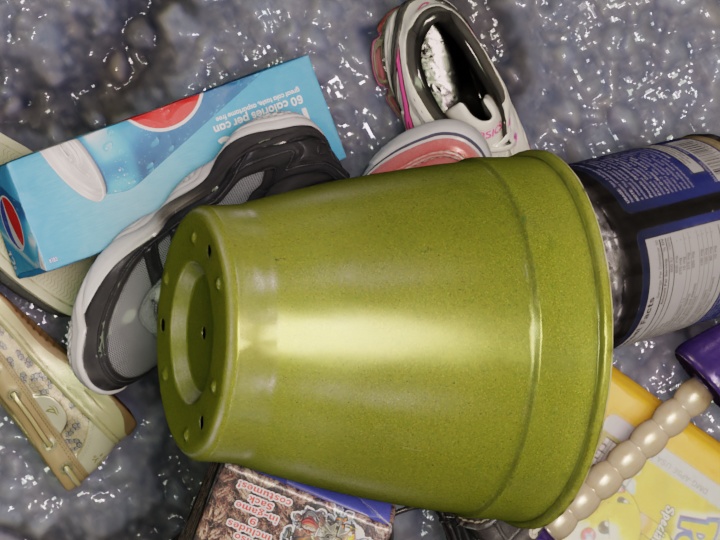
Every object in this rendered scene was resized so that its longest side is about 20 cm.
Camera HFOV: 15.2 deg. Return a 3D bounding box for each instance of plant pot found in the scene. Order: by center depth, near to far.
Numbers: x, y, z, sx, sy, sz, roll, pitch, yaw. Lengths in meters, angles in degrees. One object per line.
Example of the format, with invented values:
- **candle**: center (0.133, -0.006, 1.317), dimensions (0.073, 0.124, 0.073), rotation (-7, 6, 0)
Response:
- **plant pot**: center (0.001, 0.033, 1.402), dimensions (0.192, 0.200, 0.201), rotation (2, 91, -21)

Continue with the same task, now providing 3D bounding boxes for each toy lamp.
- **toy lamp**: center (0.168, 0.103, 1.622), dimensions (0.200, 0.058, 0.058), rotation (-42, 95, -5)

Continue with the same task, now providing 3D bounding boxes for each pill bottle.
- **pill bottle**: center (0.145, -0.011, 1.576), dimensions (0.199, 0.112, 0.112), rotation (-14, 93, -40)

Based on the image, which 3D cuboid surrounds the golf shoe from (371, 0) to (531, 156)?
- **golf shoe**: center (0.065, -0.068, 1.620), dimensions (0.072, 0.092, 0.201), rotation (-27, 95, -8)

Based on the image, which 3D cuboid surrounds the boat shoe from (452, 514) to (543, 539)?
- **boat shoe**: center (0.105, 0.091, 1.600), dimensions (0.074, 0.200, 0.060), rotation (-20, 114, 31)

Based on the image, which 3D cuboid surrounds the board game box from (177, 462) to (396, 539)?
- **board game box**: center (-0.056, 0.172, 1.520), dimensions (0.096, 0.160, 0.201), rotation (22, 112, -4)

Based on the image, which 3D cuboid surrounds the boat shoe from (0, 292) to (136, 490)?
- **boat shoe**: center (-0.223, 0.046, 1.600), dimensions (0.200, 0.073, 0.063), rotation (42, 84, -6)

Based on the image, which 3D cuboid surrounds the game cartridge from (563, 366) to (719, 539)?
- **game cartridge**: center (0.176, 0.180, 1.667), dimensions (0.200, 0.032, 0.177), rotation (34, 88, -4)

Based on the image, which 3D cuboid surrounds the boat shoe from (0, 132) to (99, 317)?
- **boat shoe**: center (-0.233, -0.045, 1.607), dimensions (0.200, 0.068, 0.072), rotation (42, 59, -18)

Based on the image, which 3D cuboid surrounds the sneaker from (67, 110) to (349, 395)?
- **sneaker**: center (-0.075, 0.002, 1.515), dimensions (0.200, 0.114, 0.076), rotation (-47, 127, -5)

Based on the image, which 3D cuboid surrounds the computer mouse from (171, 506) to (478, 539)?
- **computer mouse**: center (-0.011, 0.178, 1.632), dimensions (0.199, 0.046, 0.141), rotation (-26, 107, 12)

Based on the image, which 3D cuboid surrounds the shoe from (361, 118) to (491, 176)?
- **shoe**: center (0.000, 0.000, 1.577), dimensions (0.071, 0.091, 0.200), rotation (43, 112, -11)

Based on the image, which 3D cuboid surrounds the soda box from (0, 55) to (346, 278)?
- **soda box**: center (-0.115, -0.061, 1.587), dimensions (0.199, 0.064, 0.068), rotation (-22, 94, -23)
